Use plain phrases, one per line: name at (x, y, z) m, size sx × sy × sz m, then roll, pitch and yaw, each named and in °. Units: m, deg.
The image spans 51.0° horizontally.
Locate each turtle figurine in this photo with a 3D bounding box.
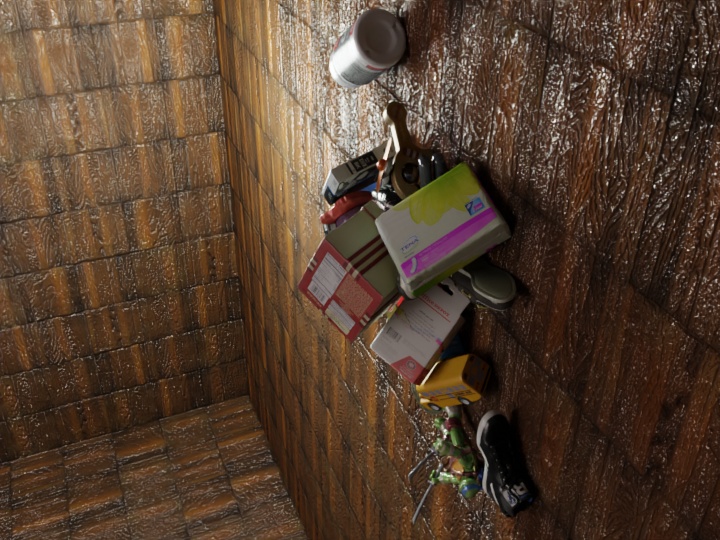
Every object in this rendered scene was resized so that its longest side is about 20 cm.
turtle figurine at (0.159, 0.368, 1.521) m, size 0.145 × 0.197 × 0.196 m, roll 53°, pitch -157°, yaw -35°

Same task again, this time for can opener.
can opener at (0.142, -0.115, 1.403) m, size 0.068 × 0.052 × 0.203 m, roll -105°, pitch 4°, yaw -51°

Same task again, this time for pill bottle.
pill bottle at (0.007, -0.448, 1.550) m, size 0.199 × 0.111 × 0.117 m, roll 175°, pitch 83°, yaw -70°

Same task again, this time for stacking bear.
stacking bear at (0.015, -0.053, 1.596) m, size 0.121 × 0.112 × 0.204 m, roll -34°, pitch 78°, yaw 51°

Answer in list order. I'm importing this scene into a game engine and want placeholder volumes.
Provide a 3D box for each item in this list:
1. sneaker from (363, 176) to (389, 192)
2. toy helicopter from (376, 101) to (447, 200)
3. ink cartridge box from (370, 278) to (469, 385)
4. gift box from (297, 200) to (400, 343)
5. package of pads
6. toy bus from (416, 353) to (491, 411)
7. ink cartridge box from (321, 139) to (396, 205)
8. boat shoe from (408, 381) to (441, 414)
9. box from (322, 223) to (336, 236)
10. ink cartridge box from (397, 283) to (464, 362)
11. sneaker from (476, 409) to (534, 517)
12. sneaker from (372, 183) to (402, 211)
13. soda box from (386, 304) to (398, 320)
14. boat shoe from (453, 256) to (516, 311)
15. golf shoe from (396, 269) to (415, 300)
sneaker at (-0.010, -0.205, 1.747) m, size 0.199 × 0.109 × 0.079 m, roll 163°, pitch 94°, yaw -70°
toy helicopter at (0.078, -0.227, 1.453) m, size 0.079 × 0.129 × 0.205 m, roll 139°, pitch 117°, yaw -68°
ink cartridge box at (0.125, 0.107, 1.471) m, size 0.116 × 0.202 × 0.067 m, roll 37°, pitch -178°, yaw 21°
gift box at (0.000, 0.000, 1.460) m, size 0.185 × 0.186 × 0.200 m, roll 47°, pitch 138°, yaw 6°
package of pads at (0.136, -0.075, 1.294) m, size 0.068 × 0.198 × 0.156 m, roll 46°, pitch -166°, yaw -55°
toy bus at (0.174, 0.220, 1.474) m, size 0.199 × 0.078 × 0.066 m, roll -28°, pitch 32°, yaw 58°
ink cartridge box at (0.016, -0.210, 1.565) m, size 0.040 × 0.198 × 0.100 m, roll 54°, pitch 157°, yaw 12°
boat shoe at (0.132, 0.217, 1.662) m, size 0.202 × 0.074 × 0.066 m, roll 60°, pitch -169°, yaw -2°
box at (-0.024, -0.039, 1.887) m, size 0.035 × 0.108 × 0.205 m, roll 170°, pitch 88°, yaw -70°
ink cartridge box at (0.137, 0.097, 1.574) m, size 0.116 × 0.066 × 0.204 m, roll 128°, pitch 128°, yaw -65°
sneaker at (0.271, 0.355, 1.360) m, size 0.112 × 0.072 × 0.204 m, roll 42°, pitch 148°, yaw 54°
sneaker at (0.085, -0.112, 1.613) m, size 0.200 × 0.074 × 0.118 m, roll -129°, pitch 25°, yaw -70°
soda box at (0.081, 0.026, 1.696) m, size 0.068 × 0.063 × 0.205 m, roll 154°, pitch 104°, yaw -69°
boat shoe at (0.216, 0.029, 1.316) m, size 0.202 × 0.070 × 0.062 m, roll -127°, pitch 26°, yaw -64°
golf shoe at (0.138, -0.032, 1.345) m, size 0.077 × 0.202 × 0.088 m, roll 40°, pitch 171°, yaw -33°
